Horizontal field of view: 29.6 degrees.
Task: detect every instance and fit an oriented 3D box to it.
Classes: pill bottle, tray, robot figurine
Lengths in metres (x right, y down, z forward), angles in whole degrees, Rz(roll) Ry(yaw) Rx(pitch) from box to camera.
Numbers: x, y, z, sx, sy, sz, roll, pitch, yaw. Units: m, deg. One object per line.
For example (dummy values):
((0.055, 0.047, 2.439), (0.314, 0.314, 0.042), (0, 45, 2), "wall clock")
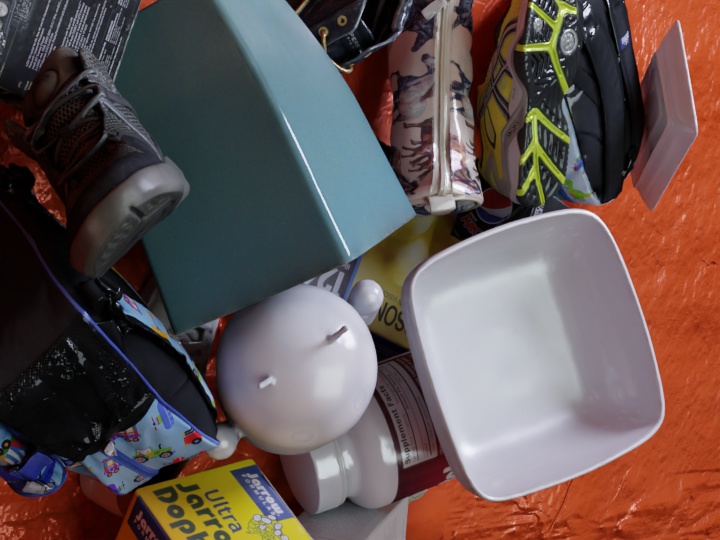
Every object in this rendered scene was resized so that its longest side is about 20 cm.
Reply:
((0.035, 0.129, 1.136), (0.198, 0.113, 0.114), (-17, 115, -23), "pill bottle")
((0.271, -0.137, 1.258), (0.200, 0.022, 0.109), (89, -5, -73), "tray")
((-0.049, 0.073, 0.980), (0.113, 0.200, 0.170), (43, 78, 2), "robot figurine")

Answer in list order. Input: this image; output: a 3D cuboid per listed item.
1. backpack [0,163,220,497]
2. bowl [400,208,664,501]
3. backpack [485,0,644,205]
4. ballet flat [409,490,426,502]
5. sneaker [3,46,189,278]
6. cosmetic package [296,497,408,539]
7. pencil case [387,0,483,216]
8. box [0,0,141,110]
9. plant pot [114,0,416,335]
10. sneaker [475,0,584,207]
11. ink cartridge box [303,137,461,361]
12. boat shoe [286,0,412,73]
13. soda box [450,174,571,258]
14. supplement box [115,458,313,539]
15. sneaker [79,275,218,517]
((-0.186, 0.061, 0.858), (0.134, 0.182, 0.200), (-43, 138, -5), "backpack")
((0.128, 0.065, 1.081), (0.198, 0.075, 0.202), (-18, 90, -22), "bowl")
((0.187, -0.155, 1.224), (0.201, 0.153, 0.164), (58, 45, -24), "backpack")
((0.072, 0.147, 1.236), (0.201, 0.062, 0.068), (-54, 136, -20), "ballet flat")
((-0.152, -0.062, 0.753), (0.076, 0.200, 0.114), (-42, 100, 4), "sneaker")
((-0.025, 0.252, 1.103), (0.200, 0.073, 0.103), (-25, 120, -66), "cosmetic package")
((0.058, -0.137, 1.087), (0.089, 0.077, 0.203), (84, 6, -79), "pencil case")
((-0.209, -0.209, 0.819), (0.163, 0.086, 0.202), (21, 86, -48), "box")
((-0.082, -0.088, 0.916), (0.202, 0.140, 0.141), (65, 24, -6), "plant pot")
((0.125, -0.155, 1.087), (0.075, 0.076, 0.203), (-5, 109, -40), "sneaker")
((0.000, 0.000, 1.133), (0.197, 0.047, 0.202), (27, 79, -48), "ink cartridge box")
((-0.037, -0.162, 1.012), (0.071, 0.090, 0.202), (43, 70, -44), "boat shoe")
((0.152, -0.034, 1.228), (0.200, 0.070, 0.064), (23, 86, -64), "soda box")
((-0.120, 0.252, 0.976), (0.109, 0.109, 0.201), (-8, 133, -44), "supplement box")
((-0.131, 0.085, 0.991), (0.072, 0.084, 0.202), (23, 83, -45), "sneaker")
